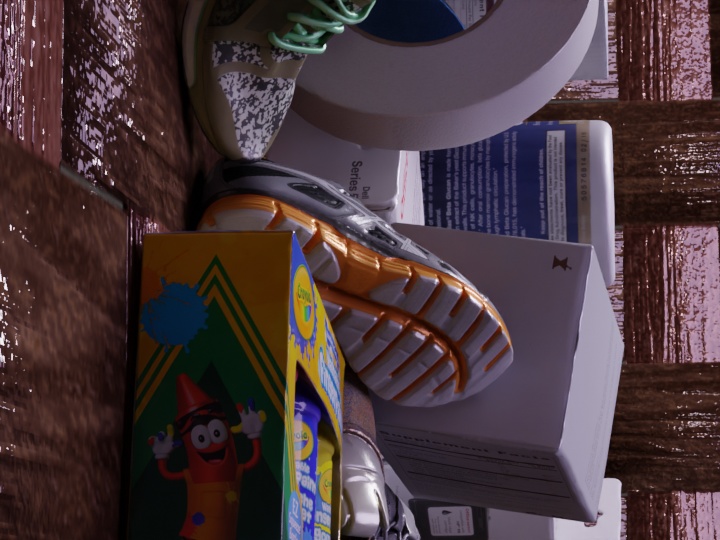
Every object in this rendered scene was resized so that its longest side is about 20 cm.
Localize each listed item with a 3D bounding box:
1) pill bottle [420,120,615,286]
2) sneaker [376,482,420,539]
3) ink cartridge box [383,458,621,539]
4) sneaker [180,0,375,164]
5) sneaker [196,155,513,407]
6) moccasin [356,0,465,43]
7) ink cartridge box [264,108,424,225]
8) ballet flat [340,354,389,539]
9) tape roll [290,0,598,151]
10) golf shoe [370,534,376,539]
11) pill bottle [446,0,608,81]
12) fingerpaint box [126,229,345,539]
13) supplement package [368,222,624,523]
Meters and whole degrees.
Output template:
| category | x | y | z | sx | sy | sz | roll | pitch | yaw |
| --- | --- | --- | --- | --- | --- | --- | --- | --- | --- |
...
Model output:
| category | x | y | z | sx | sy | sz | roll | pitch | yaw |
| --- | --- | --- | --- | --- | --- | --- | --- | --- | --- |
| pill bottle | 0.068 | -0.042 | 1.703 | 0.111 | 0.198 | 0.112 | -1 | 90 | -84 |
| sneaker | 0.006 | 0.154 | 1.532 | 0.075 | 0.082 | 0.200 | -54 | 176 | 5 |
| ink cartridge box | 0.071 | 0.135 | 1.688 | 0.116 | 0.198 | 0.067 | -74 | 161 | -69 |
| sneaker | -0.022 | -0.138 | 1.224 | 0.077 | 0.088 | 0.201 | -6 | 119 | -50 |
| sneaker | 0.000 | 0.000 | 1.306 | 0.199 | 0.078 | 0.078 | 33 | 26 | -30 |
| moccasin | 0.001 | -0.156 | 1.494 | 0.201 | 0.080 | 0.068 | 61 | -5 | 34 |
| ink cartridge box | -0.007 | -0.012 | 1.542 | 0.146 | 0.083 | 0.201 | -84 | 171 | -46 |
| ballet flat | -0.017 | 0.143 | 1.301 | 0.067 | 0.068 | 0.202 | 10 | -90 | 58 |
| tape roll | 0.032 | -0.158 | 1.424 | 0.037 | 0.201 | 0.204 | 76 | 14 | -58 |
| golf shoe | -0.029 | 0.121 | 1.390 | 0.097 | 0.078 | 0.202 | -81 | 170 | -87 |
| pill bottle | 0.054 | -0.162 | 1.602 | 0.110 | 0.198 | 0.111 | -1 | 90 | -84 |
| fingerpaint box | -0.051 | 0.093 | 1.177 | 0.200 | 0.073 | 0.168 | 72 | 18 | -69 |
| supplement package | 0.078 | 0.062 | 1.459 | 0.200 | 0.116 | 0.118 | 60 | 40 | -70 |
